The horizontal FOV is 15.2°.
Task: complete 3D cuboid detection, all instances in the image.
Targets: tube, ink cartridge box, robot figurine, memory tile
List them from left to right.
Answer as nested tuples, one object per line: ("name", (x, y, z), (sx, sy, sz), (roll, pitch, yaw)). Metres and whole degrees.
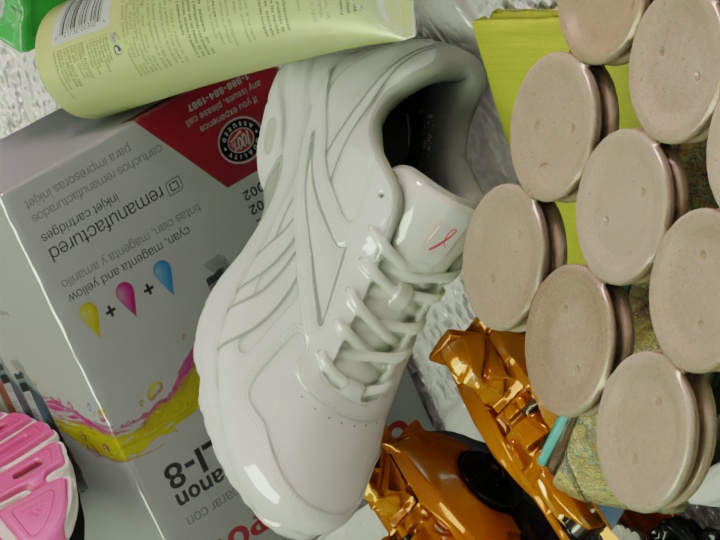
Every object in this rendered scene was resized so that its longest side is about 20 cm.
("ink cartridge box", (-0.087, 0.027, 1.175), (0.144, 0.145, 0.201), (-2, 116, 58))
("tube", (-0.049, -0.103, 1.050), (0.200, 0.052, 0.058), (-16, 115, 46))
("robot figurine", (0.077, 0.122, 1.012), (0.145, 0.058, 0.200), (-51, 62, 32))
("memory tile", (0.095, -0.042, 0.837), (0.153, 0.017, 0.201), (52, 130, 49))

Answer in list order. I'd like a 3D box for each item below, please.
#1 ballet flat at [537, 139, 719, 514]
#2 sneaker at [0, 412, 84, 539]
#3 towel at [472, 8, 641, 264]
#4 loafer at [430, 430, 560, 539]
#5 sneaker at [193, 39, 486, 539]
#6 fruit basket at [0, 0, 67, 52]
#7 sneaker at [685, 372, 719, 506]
("ballet flat", (0.116, 0.004, 0.909), (0.071, 0.071, 0.201), (40, 132, 30))
("sneaker", (-0.164, 0.110, 1.149), (0.200, 0.074, 0.088), (19, 133, 58))
("towel", (0.101, -0.003, 0.985), (0.086, 0.018, 0.201), (5, 121, 52))
("loafer", (0.099, 0.119, 1.074), (0.200, 0.063, 0.072), (31, 111, 34))
("sneaker", (0.000, 0.000, 1.002), (0.099, 0.078, 0.201), (-9, 68, 51))
("fruit basket", (-0.171, -0.193, 1.157), (0.200, 0.094, 0.186), (45, 149, 30))
("sneaker", (0.140, 0.003, 0.834), (0.073, 0.071, 0.201), (-116, 28, -50))
